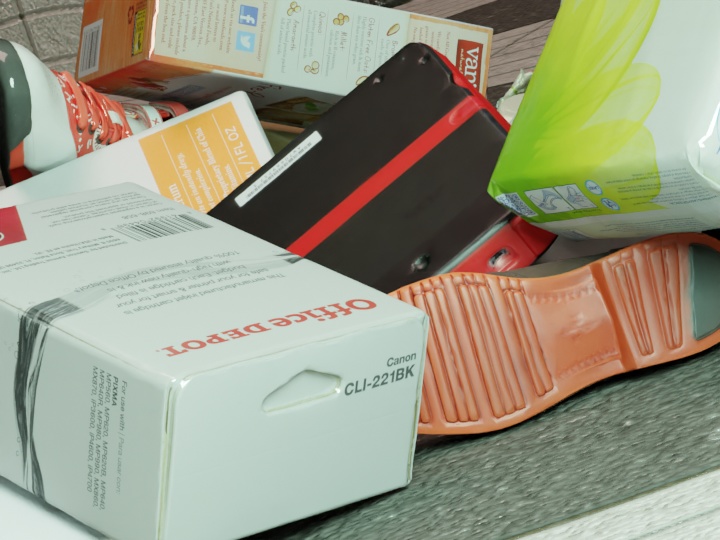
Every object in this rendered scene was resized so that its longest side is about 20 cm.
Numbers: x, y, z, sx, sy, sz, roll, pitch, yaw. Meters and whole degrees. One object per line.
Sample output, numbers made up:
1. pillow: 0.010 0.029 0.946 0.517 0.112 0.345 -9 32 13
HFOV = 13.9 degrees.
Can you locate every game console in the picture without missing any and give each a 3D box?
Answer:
1. game console: -0.008 -0.010 1.414 0.200 0.031 0.177 -40 35 1

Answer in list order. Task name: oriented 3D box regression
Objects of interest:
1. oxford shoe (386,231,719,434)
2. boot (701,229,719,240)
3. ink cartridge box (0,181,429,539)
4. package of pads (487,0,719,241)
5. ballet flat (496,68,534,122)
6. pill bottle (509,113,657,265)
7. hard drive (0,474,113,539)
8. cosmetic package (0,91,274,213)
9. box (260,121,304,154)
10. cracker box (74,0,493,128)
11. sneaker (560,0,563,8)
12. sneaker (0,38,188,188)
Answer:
1. oxford shoe: 0.070 0.032 1.320 0.200 0.071 0.073 -11 -1 -8
2. boot: 0.251 -0.028 1.284 0.154 0.074 0.204 -17 10 -15
3. ink cartridge box: -0.091 0.038 1.249 0.144 0.084 0.200 -14 26 -41
4. package of pads: 0.152 -0.111 1.282 0.154 0.068 0.200 -5 59 57
5. ballet flat: 0.075 -0.048 1.592 0.076 0.064 0.200 6 33 13
6. pill bottle: 0.151 -0.064 1.547 0.114 0.114 0.200 -14 10 25
7. hard drive: -0.160 0.086 1.270 0.132 0.025 0.200 -5 23 -18
8. cosmetic package: -0.130 -0.005 1.552 0.200 0.071 0.101 -24 49 -3
9. box: 0.019 -0.060 1.728 0.163 0.021 0.200 8 10 -28
10. cracker box: -0.044 -0.118 1.645 0.200 0.058 0.134 8 -7 -22
11. sneaker: 0.181 -0.110 1.399 0.200 0.075 0.087 15 15 28
12. sneaker: -0.144 -0.079 1.605 0.108 0.067 0.201 -15 -24 -8
